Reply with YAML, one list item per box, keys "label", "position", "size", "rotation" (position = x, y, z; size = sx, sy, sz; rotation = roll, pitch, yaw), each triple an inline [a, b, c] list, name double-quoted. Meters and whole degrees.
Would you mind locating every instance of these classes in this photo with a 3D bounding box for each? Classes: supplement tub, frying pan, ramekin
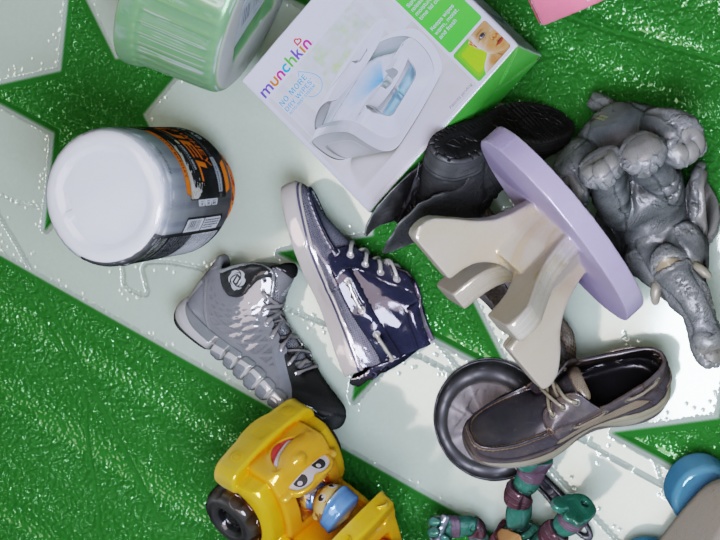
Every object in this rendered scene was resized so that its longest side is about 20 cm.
- label: "supplement tub"
  position: [-0.194, -0.071, 1.522]
  size: [0.122, 0.200, 0.124]
  rotation: [2, 96, 16]
- label: "frying pan"
  position: [0.132, 0.176, 1.536]
  size: [0.114, 0.031, 0.191]
  rotation: [-19, 86, 19]
- label: "ramekin"
  position: [-0.133, -0.260, 1.494]
  size: [0.097, 0.200, 0.201]
  rotation: [26, 102, 6]

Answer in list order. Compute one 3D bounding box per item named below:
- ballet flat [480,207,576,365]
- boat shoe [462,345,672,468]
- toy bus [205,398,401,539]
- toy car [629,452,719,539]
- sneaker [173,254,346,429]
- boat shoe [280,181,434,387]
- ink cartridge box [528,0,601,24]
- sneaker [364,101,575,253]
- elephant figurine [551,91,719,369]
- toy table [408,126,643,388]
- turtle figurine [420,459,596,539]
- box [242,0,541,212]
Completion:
- label: "ballet flat"
  position: [0.136, 0.008, 1.514]
  size: [0.201, 0.046, 0.067]
  rotation: [55, 130, 12]
- label: "boat shoe"
  position: [0.181, 0.109, 1.449]
  size: [0.199, 0.074, 0.075]
  rotation: [-20, 54, -14]
- label: "toy bus"
  position: [-0.024, 0.241, 1.472]
  size: [0.191, 0.136, 0.201]
  rotation: [21, 137, 38]
- label: "toy car"
  position: [0.349, 0.288, 1.428]
  size: [0.199, 0.184, 0.178]
  rotation: [27, 103, -16]
- label: "sneaker"
  position: [-0.076, 0.055, 1.564]
  size: [0.199, 0.075, 0.116]
  rotation: [36, 101, 12]
- label: "boat shoe"
  position: [0.000, 0.000, 1.543]
  size: [0.092, 0.075, 0.201]
  rotation: [-21, 96, 11]
- label: "ink cartridge box"
  position: [0.147, -0.331, 1.385]
  size: [0.082, 0.147, 0.201]
  rotation: [-20, 118, 18]
- label: "sneaker"
  position: [0.099, -0.082, 1.468]
  size: [0.060, 0.199, 0.105]
  rotation: [47, 137, 30]
- label: "elephant figurine"
  position: [0.255, -0.037, 1.433]
  size: [0.141, 0.155, 0.201]
  rotation: [0, 128, 49]
- label: "toy table"
  position: [0.136, -0.006, 1.391]
  size: [0.117, 0.184, 0.200]
  rotation: [-42, 97, -5]
- label: "turtle figurine"
  position: [0.131, 0.260, 1.502]
  size: [0.149, 0.101, 0.201]
  rotation: [37, 120, 17]
- label: "box"
  position: [0.028, -0.183, 1.493]
  size: [0.177, 0.097, 0.200]
  rotation: [46, 104, 12]
